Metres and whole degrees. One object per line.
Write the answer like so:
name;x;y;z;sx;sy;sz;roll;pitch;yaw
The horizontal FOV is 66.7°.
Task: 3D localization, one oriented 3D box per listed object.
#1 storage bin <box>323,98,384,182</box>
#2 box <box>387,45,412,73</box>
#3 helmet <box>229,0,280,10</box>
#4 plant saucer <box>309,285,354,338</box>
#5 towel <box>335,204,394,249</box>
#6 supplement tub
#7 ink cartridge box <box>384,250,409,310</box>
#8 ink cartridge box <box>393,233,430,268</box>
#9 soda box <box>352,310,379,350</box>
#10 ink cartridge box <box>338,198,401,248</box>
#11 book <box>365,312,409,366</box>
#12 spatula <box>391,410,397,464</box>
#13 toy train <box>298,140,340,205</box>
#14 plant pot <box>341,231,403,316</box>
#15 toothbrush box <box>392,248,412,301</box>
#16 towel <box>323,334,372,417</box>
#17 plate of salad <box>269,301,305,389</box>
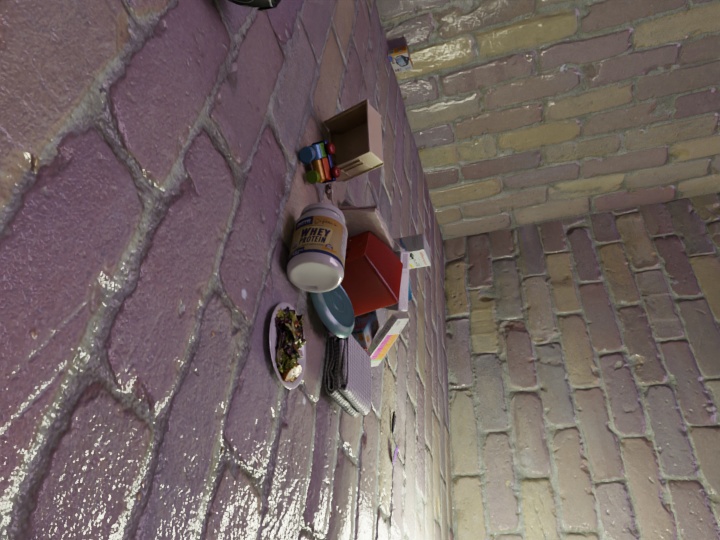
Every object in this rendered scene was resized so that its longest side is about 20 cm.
storage bin;-0.028;-0.417;1.790;0.093;0.197;0.202;26;54;-50
box;0.246;-1.276;3.338;0.200;0.118;0.042;47;37;-62
helmet;-0.249;-0.678;1.168;0.200;0.189;0.202;-158;-90;-88
plant saucer;-0.072;0.092;1.537;0.200;0.027;0.201;48;26;-32
towel;-0.007;-0.132;1.709;0.201;0.189;0.032;61;36;-50
supplement tub;-0.107;-0.061;1.403;0.145;0.143;0.201;63;24;-47
ink cartridge box;0.101;0.034;1.907;0.044;0.176;0.202;3;89;-32
ink cartridge box;0.192;-0.073;2.344;0.146;0.198;0.084;55;30;-56
soda box;0.009;0.197;1.812;0.200;0.063;0.069;-51;130;-70
ink cartridge box;0.034;-0.147;1.877;0.200;0.045;0.176;43;1;34
book;0.079;0.234;1.837;0.048;0.201;0.133;39;9;18
spatula;0.127;0.627;2.060;0.057;0.020;0.202;80;8;-56
toy train;-0.118;-0.275;1.611;0.116;0.084;0.202;-36;116;-61
plant pot;0.000;0.000;1.691;0.177;0.198;0.201;58;25;-29
toothbrush box;0.111;0.026;2.109;0.085;0.145;0.202;-15;96;-74
towel;-0.038;0.294;1.559;0.166;0.085;0.201;54;25;-42
plate of salad;-0.158;0.172;1.273;0.200;0.048;0.202;-9;90;-73
